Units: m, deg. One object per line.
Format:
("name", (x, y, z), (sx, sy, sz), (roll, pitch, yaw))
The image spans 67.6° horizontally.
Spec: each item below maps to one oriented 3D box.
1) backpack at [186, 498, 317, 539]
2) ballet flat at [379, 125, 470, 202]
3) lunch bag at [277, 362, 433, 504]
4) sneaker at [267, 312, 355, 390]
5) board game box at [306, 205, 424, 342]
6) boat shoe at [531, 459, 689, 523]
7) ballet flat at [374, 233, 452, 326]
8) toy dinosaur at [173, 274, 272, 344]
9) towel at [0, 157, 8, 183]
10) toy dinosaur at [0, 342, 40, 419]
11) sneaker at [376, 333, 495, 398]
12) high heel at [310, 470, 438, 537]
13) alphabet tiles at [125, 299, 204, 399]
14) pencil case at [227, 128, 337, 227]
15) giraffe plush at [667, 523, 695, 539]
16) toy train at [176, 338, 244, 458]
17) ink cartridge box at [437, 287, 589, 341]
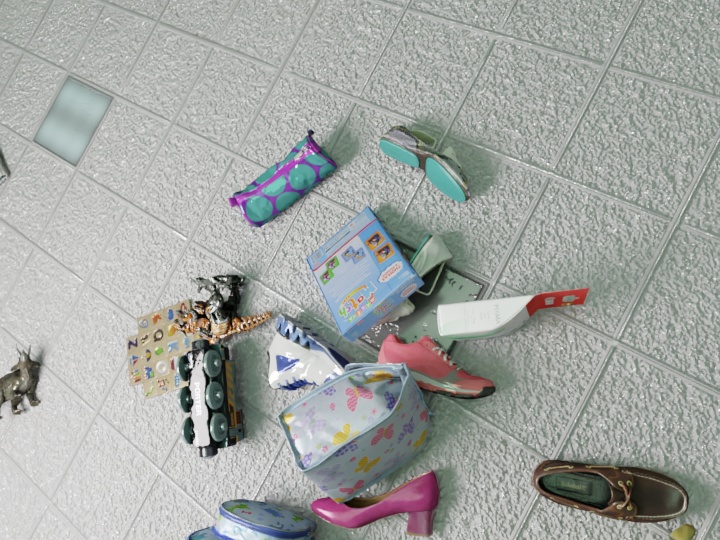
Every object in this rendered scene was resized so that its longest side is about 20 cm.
("backpack", (-0.171, 0.439, 0.819), (0.181, 0.200, 0.149), (9, 81, 23))
("ballet flat", (0.123, -0.196, 0.928), (0.200, 0.072, 0.072), (38, 93, 23))
("lunch bag", (0.004, 0.229, 0.803), (0.199, 0.170, 0.128), (-30, 50, -2))
("sneaker", (-0.091, 0.172, 0.923), (0.199, 0.080, 0.116), (33, 95, 30))
("board game box", (0.000, 0.000, 0.903), (0.151, 0.037, 0.201), (-39, 43, 9))
("boat shoe", (0.336, 0.302, 0.730), (0.198, 0.070, 0.071), (-1, 76, 19))
("ballet flat", (0.080, 0.032, 0.896), (0.069, 0.069, 0.201), (40, 93, 24))
("toy dinosaur", (-0.259, 0.078, 1.011), (0.197, 0.102, 0.138), (-1, 92, -2))
("towel", (-1.006, -0.247, 1.383), (0.200, 0.035, 0.193), (-40, 68, 9))
("toy dinosaur", (-0.753, 0.257, 1.162), (0.199, 0.077, 0.103), (-40, 56, 14))
("sneaker", (0.115, 0.148, 0.847), (0.198, 0.074, 0.088), (9, 79, 22))
("high heel", (0.021, 0.347, 0.839), (0.197, 0.067, 0.097), (4, 89, 6))
("alphabet tiles", (-0.384, 0.156, 1.070), (0.198, 0.006, 0.168), (-19, 71, 16))
("pencil case", (-0.144, -0.167, 1.007), (0.199, 0.092, 0.086), (-36, 68, 11))
("giraffe plush", (0.386, 0.434, 0.648), (0.200, 0.172, 0.163), (46, 117, 13))
("toy train", (-0.260, 0.221, 0.946), (0.084, 0.114, 0.203), (-12, 77, 16))
("ink cartridge box", (0.223, 0.069, 0.775), (0.198, 0.161, 0.051), (-6, 78, 19))
